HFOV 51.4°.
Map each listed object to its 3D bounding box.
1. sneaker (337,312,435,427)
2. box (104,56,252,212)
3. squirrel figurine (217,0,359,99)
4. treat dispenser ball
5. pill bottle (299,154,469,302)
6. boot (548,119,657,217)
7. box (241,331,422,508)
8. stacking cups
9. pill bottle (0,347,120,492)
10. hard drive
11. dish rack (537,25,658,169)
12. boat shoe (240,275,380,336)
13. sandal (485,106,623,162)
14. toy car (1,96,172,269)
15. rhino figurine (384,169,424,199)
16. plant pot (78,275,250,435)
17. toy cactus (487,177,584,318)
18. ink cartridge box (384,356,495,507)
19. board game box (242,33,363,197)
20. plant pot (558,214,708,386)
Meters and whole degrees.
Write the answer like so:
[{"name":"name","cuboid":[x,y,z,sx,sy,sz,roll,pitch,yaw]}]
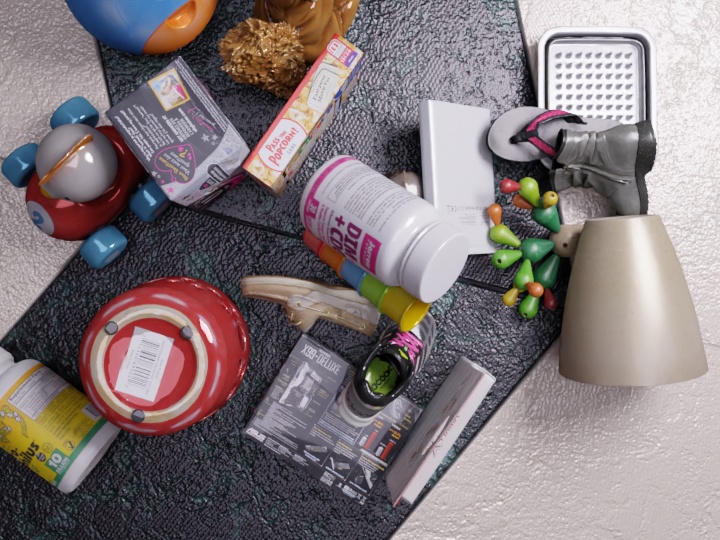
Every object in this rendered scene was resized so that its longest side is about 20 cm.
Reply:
[{"name":"sneaker","cuboid":[0.048,0.117,0.989,0.074,0.088,0.200,41,57,3]},{"name":"box","cuboid":[-0.215,-0.160,0.947,0.114,0.200,0.133,-37,92,0]},{"name":"squirrel figurine","cuboid":[-0.094,-0.322,0.959,0.141,0.187,0.201,24,89,-3]},{"name":"treat dispenser ball","cuboid":[-0.277,-0.375,0.942,0.199,0.201,0.203,0,90,-3]},{"name":"pill bottle","cuboid":[0.029,-0.052,0.928,0.199,0.113,0.114,34,89,29]},{"name":"boot","cuboid":[0.319,-0.120,1.009,0.129,0.201,0.068,-5,49,10]},{"name":"box","cuboid":[-0.039,0.204,1.034,0.199,0.050,0.158,31,88,-3]},{"name":"stacking cups","cuboid":[0.000,0.000,0.988,0.200,0.060,0.061,37,89,25]},{"name":"pill bottle","cuboid":[-0.427,0.189,0.983,0.200,0.113,0.113,37,89,-3]},{"name":"hard drive","cuboid":[0.134,-0.122,1.015,0.131,0.027,0.202,-4,91,-44]},{"name":"dish rack","cuboid":[0.328,-0.237,1.053,0.170,0.044,0.202,-1,91,-2]},{"name":"boat shoe","cuboid":[-0.068,0.050,1.019,0.198,0.074,0.070,9,84,-4]},{"name":"sandal","cuboid":[0.269,-0.184,1.007,0.198,0.045,0.076,1,91,-2]},{"name":"toy car","cuboid":[-0.362,-0.118,0.940,0.177,0.200,0.184,-44,92,-2]},{"name":"rhino figurine","cuboid":[0.068,-0.042,1.019,0.059,0.087,0.202,-8,91,-2]},{"name":"plant pot","cuboid":[-0.246,0.110,0.959,0.199,0.182,0.202,0,91,-5]},{"name":"toy cactus","cuboid":[0.256,-0.035,1.023,0.164,0.102,0.202,-14,100,-21]},{"name":"ink cartridge box","cuboid":[0.106,0.213,0.979,0.043,0.174,0.201,35,89,-3]},{"name":"board game box","cuboid":[-0.073,-0.195,0.979,0.046,0.151,0.201,34,88,-3]},{"name":"plant pot","cuboid":[0.346,0.031,0.978,0.186,0.187,0.202,-6,94,-3]}]
